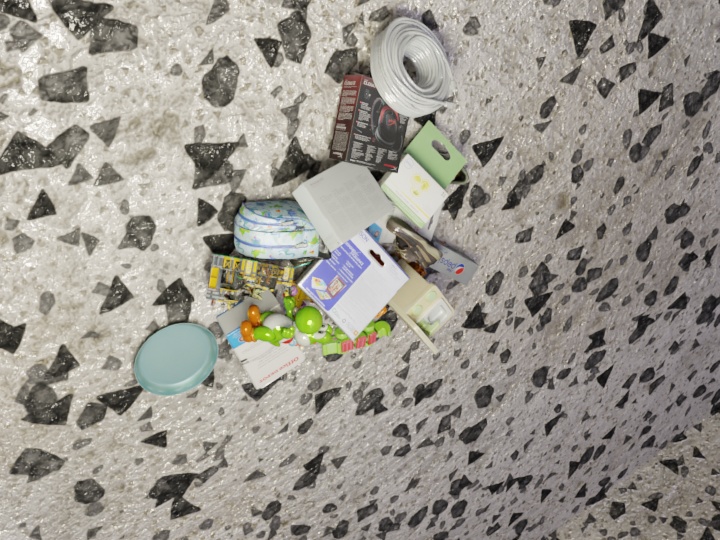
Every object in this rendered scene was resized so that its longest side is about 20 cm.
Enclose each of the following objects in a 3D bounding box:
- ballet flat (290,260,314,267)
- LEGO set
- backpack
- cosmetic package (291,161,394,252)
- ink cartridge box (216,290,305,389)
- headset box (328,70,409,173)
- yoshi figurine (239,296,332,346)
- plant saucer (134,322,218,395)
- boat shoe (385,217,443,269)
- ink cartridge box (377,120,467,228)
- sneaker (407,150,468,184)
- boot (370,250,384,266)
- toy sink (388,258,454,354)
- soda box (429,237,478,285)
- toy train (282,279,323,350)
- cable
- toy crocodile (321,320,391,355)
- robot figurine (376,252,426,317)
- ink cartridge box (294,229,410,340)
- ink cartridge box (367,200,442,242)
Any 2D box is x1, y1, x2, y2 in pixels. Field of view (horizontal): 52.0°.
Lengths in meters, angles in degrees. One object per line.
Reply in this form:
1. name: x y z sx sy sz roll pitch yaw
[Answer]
1. ballet flat: -0.072 -0.058 1.724 0.196 0.068 0.070 -12 97 -11
2. LEGO set: -0.241 0.037 1.611 0.199 0.151 0.118 11 88 -66
3. backpack: -0.178 -0.085 1.603 0.196 0.164 0.156 -15 121 -11
4. cosmetic package: -0.034 -0.151 1.603 0.051 0.152 0.199 -30 -176 46
5. ink cartridge box: -0.235 0.164 1.769 0.145 0.084 0.202 -30 132 -12
6. headset box: 0.026 -0.325 1.592 0.147 0.075 0.204 6 99 -37
7. yoshi figurine: -0.159 0.111 1.607 0.112 0.196 0.115 32 62 -78
8. plant saucer: -0.426 0.201 1.707 0.197 0.027 0.203 -17 128 -23
9. boat shoe: 0.123 -0.056 1.774 0.074 0.075 0.199 -50 132 8
10. ink cartridge box: 0.150 -0.223 1.710 0.145 0.048 0.201 41 88 -20
11. sneaker: 0.182 -0.251 1.771 0.197 0.079 0.075 6 118 -34
12. boot: 0.000 0.000 1.775 0.197 0.145 0.073 -7 126 -28
13. toy sink: 0.146 0.085 1.811 0.112 0.200 0.131 -43 132 -1
14. soda box: 0.224 -0.030 1.957 0.198 0.063 0.069 23 105 -42
15. toy train: -0.142 0.087 1.739 0.200 0.055 0.153 -51 136 -58
16. cable: 0.108 -0.426 1.553 0.198 0.069 0.204 -13 90 -39
17. toy crocodile: -0.012 0.180 1.945 0.197 0.062 0.069 -14 127 -25
18. robot figurine: 0.071 0.039 1.905 0.200 0.058 0.145 -44 132 -1
19. ink cartridge box: -0.018 0.023 1.697 0.200 0.047 0.198 -47 111 -8
20. ink cartridge box: 0.092 -0.133 1.798 0.197 0.067 0.118 -1 120 -33
